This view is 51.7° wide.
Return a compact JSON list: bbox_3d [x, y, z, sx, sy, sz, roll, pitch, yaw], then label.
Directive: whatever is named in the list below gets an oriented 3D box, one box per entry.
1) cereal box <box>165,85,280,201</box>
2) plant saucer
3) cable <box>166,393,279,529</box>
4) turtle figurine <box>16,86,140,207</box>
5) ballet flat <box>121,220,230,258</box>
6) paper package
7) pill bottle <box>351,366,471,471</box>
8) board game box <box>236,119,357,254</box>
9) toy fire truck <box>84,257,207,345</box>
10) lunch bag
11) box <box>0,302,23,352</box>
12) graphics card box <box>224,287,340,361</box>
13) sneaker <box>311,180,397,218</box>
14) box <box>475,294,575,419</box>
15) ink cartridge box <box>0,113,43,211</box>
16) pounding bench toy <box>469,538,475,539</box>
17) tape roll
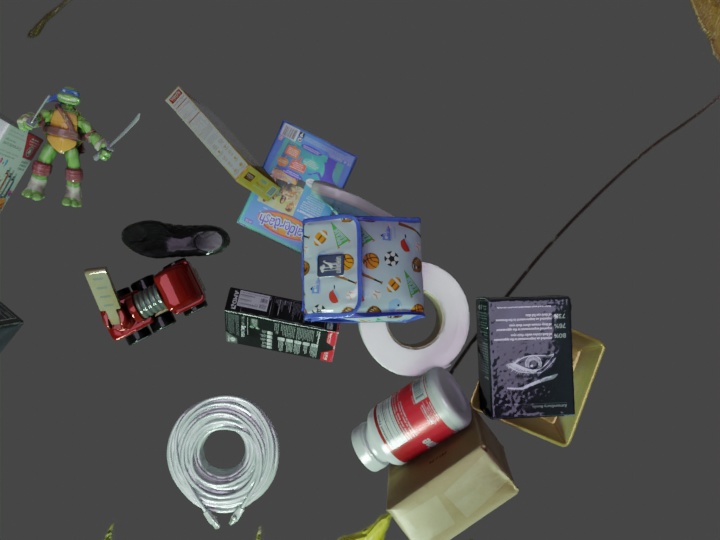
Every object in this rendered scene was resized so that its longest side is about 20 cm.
[{"bbox_3d":[-0.230,-0.213,1.262,0.040,0.144,0.200,-44,73,5],"label":"cereal box"},{"bbox_3d":[0.316,0.188,1.352,0.197,0.048,0.203,22,87,-2],"label":"plant saucer"},{"bbox_3d":[-0.240,0.320,1.316,0.200,0.069,0.200,-44,90,-3],"label":"cable"},{"bbox_3d":[-0.504,-0.208,1.263,0.198,0.143,0.197,24,106,31],"label":"turtle figurine"},{"bbox_3d":[-0.331,-0.052,1.333,0.196,0.057,0.068,4,88,4],"label":"ballet flat"},{"bbox_3d":[0.151,0.352,1.257,0.199,0.191,0.104,-38,94,8],"label":"paper package"},{"bbox_3d":[0.085,0.263,1.288,0.199,0.112,0.113,-36,90,20],"label":"pill bottle"},{"bbox_3d":[-0.113,-0.144,1.340,0.150,0.045,0.203,26,88,-2],"label":"board game box"},{"bbox_3d":[-0.366,0.039,1.248,0.174,0.200,0.130,-26,91,-3],"label":"toy fire truck"},{"bbox_3d":[0.000,0.000,1.219,0.196,0.124,0.174,2,79,-15],"label":"lunch bag"},{"bbox_3d":[-0.707,0.076,1.233,0.199,0.198,0.124,40,90,-1],"label":"box"},{"bbox_3d":[-0.136,0.096,1.294,0.196,0.126,0.052,10,59,-2],"label":"graphics card box"},{"bbox_3d":[-0.010,-0.087,1.306,0.198,0.074,0.083,26,92,-24],"label":"sneaker"},{"bbox_3d":[0.279,0.146,1.276,0.145,0.104,0.204,-1,89,-3],"label":"box"},{"bbox_3d":[-0.675,-0.185,1.266,0.143,0.145,0.202,31,89,-2],"label":"ink cartridge box"},{"bbox_3d":[0.263,0.570,1.267,0.153,0.200,0.127,14,88,-1],"label":"pounding bench toy"},{"bbox_3d":[0.094,0.086,1.333,0.198,0.071,0.207,0,89,-3],"label":"tape roll"}]
